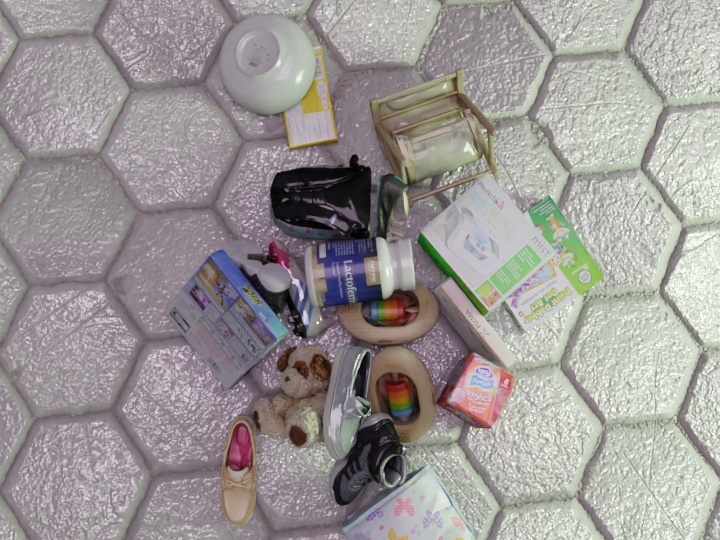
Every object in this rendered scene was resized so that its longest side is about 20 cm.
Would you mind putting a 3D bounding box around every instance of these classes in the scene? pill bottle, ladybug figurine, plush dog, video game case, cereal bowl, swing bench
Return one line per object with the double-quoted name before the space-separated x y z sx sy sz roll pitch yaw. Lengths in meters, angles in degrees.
"pill bottle" 0.000 0.000 1.610 0.196 0.116 0.118 -8 82 2
"ladybug figurine" 0.052 0.084 1.669 0.196 0.072 0.138 2 64 4
"plush dog" -0.096 0.226 1.618 0.158 0.199 0.175 2 91 -35
"video game case" -0.253 0.094 1.627 0.201 0.045 0.181 50 125 5
"cereal bowl" -0.191 -0.417 1.719 0.196 0.083 0.204 -1 83 9
"swing bench" 0.143 -0.262 1.697 0.196 0.131 0.202 -19 53 -4
"ladybug figurine" 0.076 0.228 1.625 0.133 0.072 0.203 -3 112 13

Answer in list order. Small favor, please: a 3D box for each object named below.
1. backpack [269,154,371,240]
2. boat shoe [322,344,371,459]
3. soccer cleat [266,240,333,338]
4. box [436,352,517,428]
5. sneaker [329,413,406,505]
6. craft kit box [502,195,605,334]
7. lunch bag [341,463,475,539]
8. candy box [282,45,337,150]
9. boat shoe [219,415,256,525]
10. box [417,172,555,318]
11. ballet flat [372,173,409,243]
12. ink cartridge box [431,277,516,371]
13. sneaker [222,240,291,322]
"backpack" -0.078 -0.125 1.678 0.196 0.127 0.170 1 70 -1
"boat shoe" -0.017 0.233 1.542 0.070 0.070 0.205 -3 73 33
"soccer cleat" -0.117 0.032 1.689 0.085 0.070 0.203 -18 83 -23
"box" 0.210 0.223 1.598 0.094 0.200 0.104 30 80 4
"sneaker" 0.015 0.366 1.563 0.075 0.114 0.202 14 112 -36
"craft kit box" 0.347 -0.012 1.720 0.198 0.049 0.199 -34 87 -6
"lunch bag" 0.092 0.479 1.595 0.199 0.127 0.171 -37 84 4
"candy box" -0.112 -0.349 1.759 0.100 0.026 0.204 -10 82 0
"boat shoe" -0.230 0.374 1.624 0.072 0.069 0.204 0 81 -2
"box" 0.236 -0.045 1.650 0.176 0.097 0.201 -39 81 -6
"ballet flat" 0.055 -0.087 1.655 0.067 0.203 0.068 14 37 8
"ink cartridge box" 0.215 0.103 1.629 0.045 0.176 0.201 -38 85 -7
"sneaker" -0.205 0.025 1.661 0.075 0.199 0.116 -16 125 -35
